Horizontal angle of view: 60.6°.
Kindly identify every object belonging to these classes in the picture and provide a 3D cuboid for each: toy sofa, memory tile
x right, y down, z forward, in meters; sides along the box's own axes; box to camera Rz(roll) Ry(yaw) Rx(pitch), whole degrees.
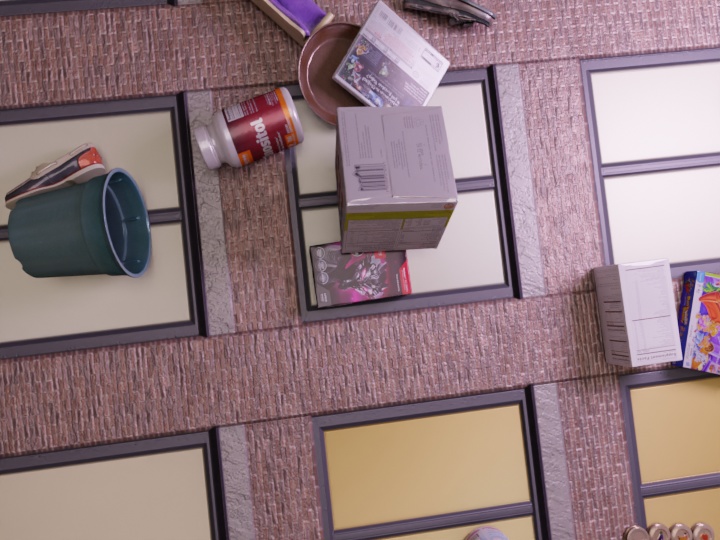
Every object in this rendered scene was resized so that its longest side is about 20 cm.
[{"bbox_3d":[-0.152,-0.541,1.235,0.199,0.098,0.083,41,85,-1],"label":"toy sofa"},{"bbox_3d":[0.647,0.606,1.282,0.195,0.017,0.157,0,87,-4],"label":"memory tile"}]

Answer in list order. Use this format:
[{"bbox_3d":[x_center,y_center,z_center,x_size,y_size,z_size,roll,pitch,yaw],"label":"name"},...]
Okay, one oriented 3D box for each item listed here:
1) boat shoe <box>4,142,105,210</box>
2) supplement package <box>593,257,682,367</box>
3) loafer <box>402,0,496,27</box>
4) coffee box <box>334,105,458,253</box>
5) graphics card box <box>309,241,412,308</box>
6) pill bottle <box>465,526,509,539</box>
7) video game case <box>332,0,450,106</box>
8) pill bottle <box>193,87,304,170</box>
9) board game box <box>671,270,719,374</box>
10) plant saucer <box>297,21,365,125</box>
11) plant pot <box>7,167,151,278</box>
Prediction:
[{"bbox_3d":[-0.596,-0.180,1.194,0.197,0.071,0.063,-28,83,-7],"label":"boat shoe"},{"bbox_3d":[0.561,0.085,1.254,0.111,0.110,0.205,-6,87,-5],"label":"supplement package"},{"bbox_3d":[0.182,-0.542,1.285,0.197,0.072,0.064,25,105,4],"label":"loafer"},{"bbox_3d":[0.056,-0.166,1.160,0.195,0.198,0.204,-3,68,-5],"label":"coffee box"},{"bbox_3d":[0.000,0.000,1.243,0.196,0.051,0.128,-8,87,-4],"label":"graphics card box"},{"bbox_3d":[0.264,0.571,1.160,0.106,0.200,0.111,0,87,-4],"label":"pill bottle"},{"bbox_3d":[0.066,-0.407,1.253,0.198,0.023,0.184,33,84,-22],"label":"video game case"},{"bbox_3d":[-0.218,-0.272,1.208,0.197,0.113,0.115,-22,89,-5],"label":"pill bottle"},{"bbox_3d":[0.744,0.114,1.301,0.132,0.045,0.204,11,86,-4],"label":"board game box"},{"bbox_3d":[-0.035,-0.392,1.246,0.196,0.037,0.205,-2,97,-21],"label":"plant saucer"},{"bbox_3d":[-0.520,-0.073,1.143,0.192,0.200,0.205,-9,88,4],"label":"plant pot"}]
